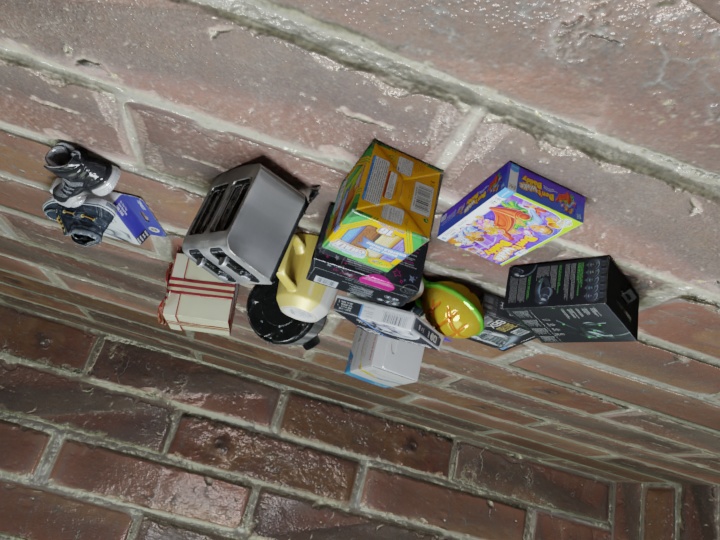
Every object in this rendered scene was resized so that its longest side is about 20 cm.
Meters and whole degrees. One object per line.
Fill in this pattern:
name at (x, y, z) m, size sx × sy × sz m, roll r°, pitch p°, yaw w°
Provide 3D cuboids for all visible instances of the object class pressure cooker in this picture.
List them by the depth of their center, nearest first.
pressure cooker at (-0.172, 0.093, 1.334) m, size 0.177 × 0.178 × 0.200 m, roll 12°, pitch 172°, yaw 9°

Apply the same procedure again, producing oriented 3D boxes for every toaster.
toaster at (-0.196, -0.082, 0.956) m, size 0.180 × 0.201 × 0.118 m, roll 1°, pitch 153°, yaw 48°

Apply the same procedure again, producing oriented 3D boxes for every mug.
mug at (-0.123, 0.016, 1.164) m, size 0.186 × 0.154 × 0.149 m, roll 28°, pitch 155°, yaw -29°

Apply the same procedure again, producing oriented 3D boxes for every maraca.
maraca at (0.178, 0.073, 1.178) m, size 0.199 × 0.107 × 0.138 m, roll 30°, pitch 148°, yaw 29°

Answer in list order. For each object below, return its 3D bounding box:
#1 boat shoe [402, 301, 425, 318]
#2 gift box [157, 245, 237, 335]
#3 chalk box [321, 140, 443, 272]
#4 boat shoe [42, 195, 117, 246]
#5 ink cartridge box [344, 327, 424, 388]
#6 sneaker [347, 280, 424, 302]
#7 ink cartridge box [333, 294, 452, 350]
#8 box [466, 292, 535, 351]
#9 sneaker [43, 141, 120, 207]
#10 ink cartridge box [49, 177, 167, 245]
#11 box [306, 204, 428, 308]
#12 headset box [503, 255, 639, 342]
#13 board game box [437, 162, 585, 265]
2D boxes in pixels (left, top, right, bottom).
boat shoe at (0.068, 0.097, 1.333) m, size 0.199 × 0.075 × 0.062 m, roll -5°, pitch 152°, yaw 37°
gift box at (-0.416, 0.055, 1.419) m, size 0.185 × 0.186 × 0.200 m, roll 8°, pitch 155°, yaw -8°
chalk box at (0.023, -0.086, 0.869) m, size 0.123 × 0.126 × 0.200 m, roll 21°, pitch 156°, yaw -15°
boat shoe at (-0.617, -0.105, 1.171) m, size 0.199 × 0.092 × 0.071 m, roll 2°, pitch 152°, yaw 25°
ink cartridge box at (0.070, 0.237, 1.565) m, size 0.145 × 0.148 × 0.200 m, roll 22°, pitch 157°, yaw -16°
sneaker at (0.075, 0.042, 1.203) m, size 0.199 × 0.076 × 0.104 m, roll -12°, pitch 166°, yaw 41°
ink cartridge box at (0.071, 0.119, 1.168) m, size 0.197 × 0.044 × 0.200 m, roll 11°, pitch 165°, yaw 36°
box at (0.313, 0.124, 1.273) m, size 0.156 × 0.050 × 0.200 m, roll 19°, pitch 158°, yaw -8°
sneaker at (-0.569, -0.190, 1.073) m, size 0.199 × 0.076 × 0.114 m, roll -8°, pitch 148°, yaw 32°
ink cartridge box at (-0.571, -0.126, 1.263) m, size 0.198 × 0.041 × 0.200 m, roll 13°, pitch 157°, yaw 4°
box at (0.012, -0.022, 1.039) m, size 0.198 × 0.116 × 0.132 m, roll 18°, pitch 159°, yaw -6°
headset box at (0.397, 0.060, 1.014) m, size 0.199 × 0.093 × 0.174 m, roll -8°, pitch 148°, yaw 43°
board game box at (0.227, -0.080, 0.857) m, size 0.133 × 0.045 × 0.200 m, roll 21°, pitch 157°, yaw -13°
